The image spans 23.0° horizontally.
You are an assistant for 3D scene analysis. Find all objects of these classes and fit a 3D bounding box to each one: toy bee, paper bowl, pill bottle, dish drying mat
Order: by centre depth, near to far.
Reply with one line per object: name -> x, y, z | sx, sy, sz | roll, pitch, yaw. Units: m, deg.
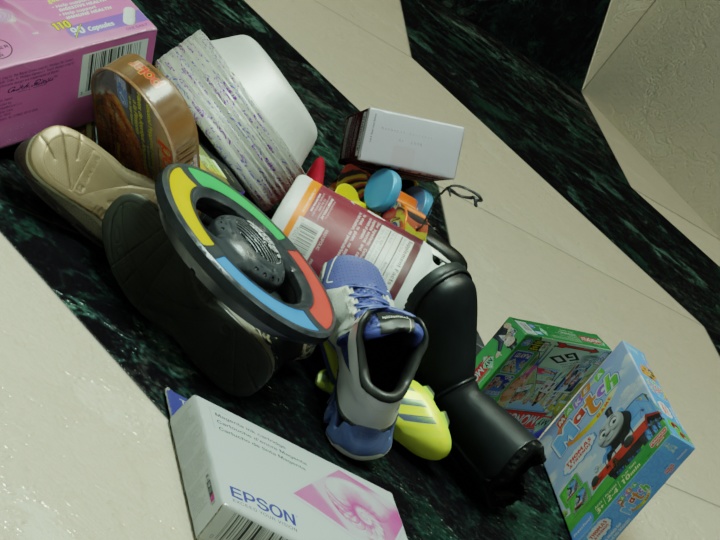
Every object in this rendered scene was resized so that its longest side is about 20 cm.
pill bottle -> 0.000, 0.000, 1.749 | 0.200, 0.114, 0.114 | 29, 16, -2
toy bee -> 0.027, -0.052, 1.878 | 0.131, 0.109, 0.200 | 25, -6, -17
paper bowl -> -0.123, -0.171, 1.901 | 0.201, 0.104, 0.201 | 54, -3, 4
dish drying mat -> -0.064, -0.066, 1.904 | 0.018, 0.077, 0.200 | 31, 17, -7

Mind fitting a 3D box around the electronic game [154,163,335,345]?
electronic game -> -0.096, -0.015, 1.496 | 0.200, 0.042, 0.200 | 42, 15, -14

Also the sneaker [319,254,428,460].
sneaker -> 0.017, 0.056, 1.560 | 0.081, 0.115, 0.199 | 11, 48, -18

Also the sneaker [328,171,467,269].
sneaker -> 0.054, -0.065, 2.052 | 0.200, 0.090, 0.070 | 31, -22, 22

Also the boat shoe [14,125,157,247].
boat shoe -> -0.220, -0.056, 1.558 | 0.200, 0.072, 0.065 | 38, -18, -30

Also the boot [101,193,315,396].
boot -> -0.128, 0.015, 1.547 | 0.204, 0.073, 0.154 | 50, 18, 8

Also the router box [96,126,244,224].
router box -> -0.226, -0.141, 1.801 | 0.157, 0.052, 0.200 | 22, 23, -46

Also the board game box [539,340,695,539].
board game box -> 0.253, 0.178, 1.793 | 0.037, 0.151, 0.200 | 32, 17, -18

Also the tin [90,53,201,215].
tin -> -0.190, -0.110, 1.591 | 0.112, 0.042, 0.200 | 44, -27, 26

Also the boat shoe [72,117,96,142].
boat shoe -> -0.292, -0.147, 1.671 | 0.068, 0.072, 0.200 | -6, 44, -19

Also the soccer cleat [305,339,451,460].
soccer cleat -> 0.000, 0.108, 1.635 | 0.200, 0.065, 0.084 | 47, 47, 13

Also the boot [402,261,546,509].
boot -> 0.110, 0.109, 1.637 | 0.076, 0.200, 0.168 | -24, 53, -30

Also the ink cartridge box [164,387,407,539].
ink cartridge box -> -0.050, 0.171, 1.356 | 0.196, 0.043, 0.200 | 30, 20, -27

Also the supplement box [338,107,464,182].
supplement box -> 0.042, -0.137, 1.961 | 0.109, 0.061, 0.200 | 12, 1, -7

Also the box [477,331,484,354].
box -> 0.030, 0.020, 1.918 | 0.200, 0.050, 0.158 | 31, 17, -23

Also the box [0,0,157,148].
box -> -0.315, -0.221, 1.613 | 0.176, 0.097, 0.200 | -20, 53, -33

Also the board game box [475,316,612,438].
board game box -> 0.165, 0.114, 1.806 | 0.029, 0.135, 0.200 | 47, 19, 29
